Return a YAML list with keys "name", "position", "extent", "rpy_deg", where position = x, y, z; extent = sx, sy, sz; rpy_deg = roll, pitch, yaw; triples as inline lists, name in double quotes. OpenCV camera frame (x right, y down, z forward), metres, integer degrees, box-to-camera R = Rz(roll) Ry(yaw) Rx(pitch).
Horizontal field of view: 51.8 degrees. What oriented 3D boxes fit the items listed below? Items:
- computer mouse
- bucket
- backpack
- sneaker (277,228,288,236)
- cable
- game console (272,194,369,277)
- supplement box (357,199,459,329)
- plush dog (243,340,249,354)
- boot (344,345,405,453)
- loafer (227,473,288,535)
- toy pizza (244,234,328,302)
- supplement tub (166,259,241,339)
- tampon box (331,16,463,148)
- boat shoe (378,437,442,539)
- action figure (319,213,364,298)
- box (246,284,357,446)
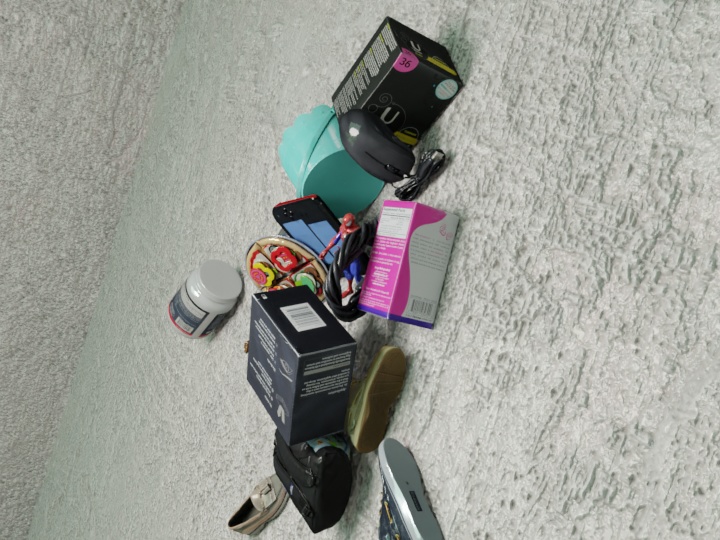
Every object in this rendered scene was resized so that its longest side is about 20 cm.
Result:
- name: "computer mouse"
  position: [0.042, -0.210, 1.337]
  extent: [0.139, 0.200, 0.053]
  rpy_deg: [-47, 11, 40]
- name: "bucket"
  position: [-0.055, -0.213, 1.489]
  extent: [0.208, 0.206, 0.135]
  rpy_deg: [-55, 43, 28]
- name: "backpack"
  position: [-0.092, 0.355, 1.378]
  extent: [0.200, 0.153, 0.164]
  rpy_deg: [21, 112, 45]
- name: "sneaker"
  position: [-0.151, -0.044, 1.679]
  extent: [0.074, 0.087, 0.201]
  rpy_deg: [-13, 49, 56]
- name: "cable"
  position: [0.000, 0.000, 1.317]
  extent: [0.051, 0.200, 0.164]
  rpy_deg: [19, 123, 26]
- name: "game console"
  position: [-0.077, -0.063, 1.476]
  extent: [0.031, 0.200, 0.177]
  rpy_deg: [-50, 24, -23]
- name: "supplement box"
  position: [0.082, -0.013, 1.284]
  extent: [0.103, 0.101, 0.201]
  rpy_deg: [15, 89, 57]
- name: "plush dog"
  position: [-0.137, 0.198, 1.516]
  extent: [0.200, 0.160, 0.172]
  rpy_deg: [-47, 69, 39]
- name: "boot"
  position: [0.001, 0.205, 1.345]
  extent: [0.155, 0.072, 0.201]
  rpy_deg: [35, 115, 53]
- name: "loafer"
  position: [-0.215, 0.495, 1.565]
  extent: [0.200, 0.063, 0.072]
  rpy_deg: [-55, 39, 29]
- name: "toy pizza"
  position: [-0.157, 0.012, 1.562]
  extent: [0.200, 0.200, 0.032]
  rpy_deg: [-39, 16, 42]
- name: "supplement tub"
  position: [-0.412, 0.077, 1.957]
  extent: [0.200, 0.140, 0.141]
  rpy_deg: [-45, 43, 38]
- name: "tampon box"
  position: [0.064, -0.337, 1.394]
  extent: [0.200, 0.149, 0.127]
  rpy_deg: [-49, 40, 34]
- name: "boat shoe"
  position: [0.056, 0.375, 1.196]
  extent: [0.091, 0.071, 0.201]
  rpy_deg: [-49, 43, 28]
- name: "action figure"
  position: [-0.035, -0.011, 1.381]
  extent: [0.065, 0.099, 0.201]
  rpy_deg: [30, 135, 35]
- name: "box"
  position: [-0.111, 0.163, 1.319]
  extent: [0.197, 0.117, 0.201]
  rpy_deg: [46, 136, 46]
